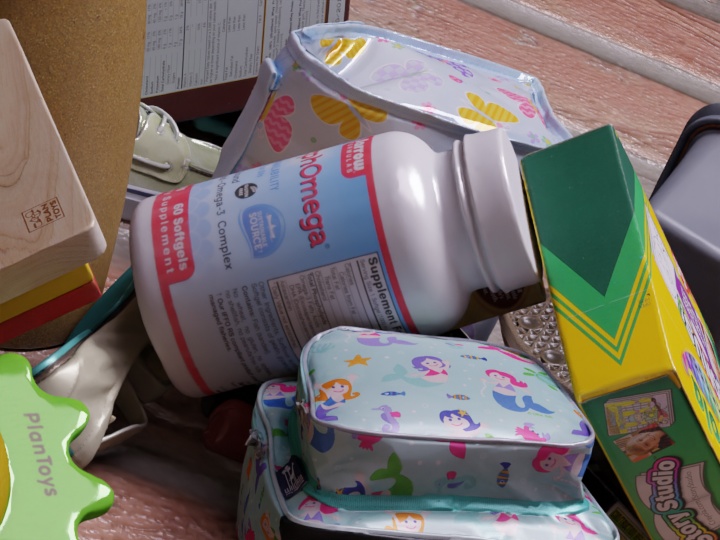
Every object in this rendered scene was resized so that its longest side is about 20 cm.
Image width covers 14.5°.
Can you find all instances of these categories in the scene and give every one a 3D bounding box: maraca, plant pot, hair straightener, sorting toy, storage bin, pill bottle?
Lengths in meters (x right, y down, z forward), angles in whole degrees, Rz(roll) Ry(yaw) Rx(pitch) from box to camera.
[{"bbox_3d":[-0.207,0.087,1.254,0.199,0.107,0.138,-1,58,-29],"label":"maraca"},{"bbox_3d":[-0.196,-0.093,1.543,0.186,0.201,0.187,21,23,-9],"label":"plant pot"},{"bbox_3d":[0.005,0.097,1.549,0.199,0.041,0.077,19,25,-17],"label":"hair straightener"},{"bbox_3d":[-0.230,-0.010,1.387,0.198,0.070,0.200,-25,39,-3],"label":"sorting toy"},{"bbox_3d":[0.210,0.025,1.739,0.145,0.201,0.134,32,35,14],"label":"storage bin"},{"bbox_3d":[-0.011,-0.009,1.467,0.199,0.109,0.109,-15,23,9],"label":"pill bottle"}]

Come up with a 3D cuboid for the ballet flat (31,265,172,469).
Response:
[{"bbox_3d":[-0.132,0.053,1.489,0.069,0.070,0.200,28,25,5],"label":"ballet flat"}]

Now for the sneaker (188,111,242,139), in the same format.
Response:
[{"bbox_3d":[-0.031,-0.094,1.883,0.199,0.078,0.091,15,27,-1],"label":"sneaker"}]

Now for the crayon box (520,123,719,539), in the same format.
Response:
[{"bbox_3d":[0.154,0.053,1.490,0.200,0.058,0.173,59,15,-46],"label":"crayon box"}]

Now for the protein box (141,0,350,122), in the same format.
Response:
[{"bbox_3d":[-0.137,-0.200,1.821,0.199,0.136,0.199,-12,36,-25],"label":"protein box"}]

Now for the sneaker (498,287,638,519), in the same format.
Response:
[{"bbox_3d":[0.136,0.091,1.658,0.070,0.076,0.200,-10,40,-28],"label":"sneaker"}]

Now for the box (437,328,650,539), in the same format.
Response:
[{"bbox_3d":[0.096,0.101,1.581,0.200,0.035,0.110,48,1,40],"label":"box"}]

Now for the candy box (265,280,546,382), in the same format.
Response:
[{"bbox_3d":[0.000,0.000,1.583,0.199,0.056,0.116,-17,25,8],"label":"candy box"}]

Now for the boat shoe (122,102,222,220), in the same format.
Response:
[{"bbox_3d":[-0.140,-0.070,1.723,0.199,0.062,0.072,7,29,-37],"label":"boat shoe"}]

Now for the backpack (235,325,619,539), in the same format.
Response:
[{"bbox_3d":[0.026,0.111,1.400,0.176,0.151,0.200,5,13,-11],"label":"backpack"}]

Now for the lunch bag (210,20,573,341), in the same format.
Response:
[{"bbox_3d":[0.006,-0.053,1.701,0.199,0.170,0.127,12,28,-28],"label":"lunch bag"}]
